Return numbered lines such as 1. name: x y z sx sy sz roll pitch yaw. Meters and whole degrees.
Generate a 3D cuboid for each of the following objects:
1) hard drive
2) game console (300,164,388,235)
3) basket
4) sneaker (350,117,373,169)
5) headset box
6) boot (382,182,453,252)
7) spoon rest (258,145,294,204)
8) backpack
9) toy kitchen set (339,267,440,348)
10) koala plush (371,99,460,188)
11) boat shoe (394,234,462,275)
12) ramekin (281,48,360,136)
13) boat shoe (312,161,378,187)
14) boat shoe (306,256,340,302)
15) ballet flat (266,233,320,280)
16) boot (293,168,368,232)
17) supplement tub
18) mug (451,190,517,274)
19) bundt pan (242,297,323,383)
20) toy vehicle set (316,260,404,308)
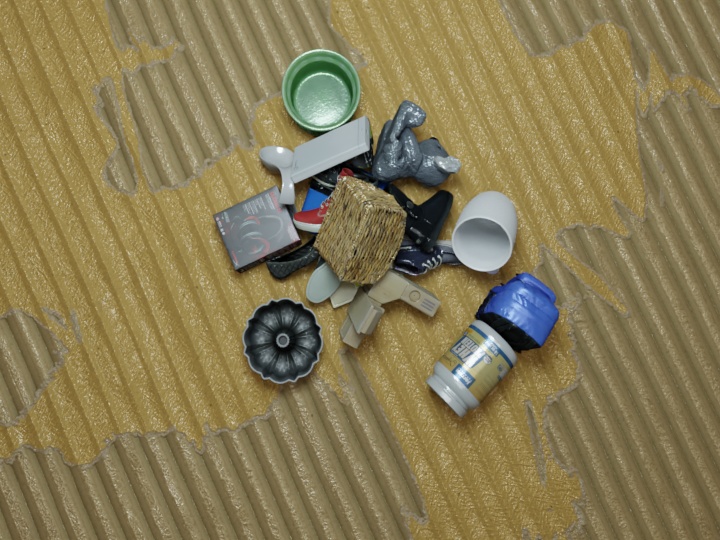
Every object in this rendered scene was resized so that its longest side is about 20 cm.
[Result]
1. hard drive: -0.071 -0.289 1.483 0.196 0.134 0.027 -21 128 18
2. game console: -0.035 -0.165 1.579 0.196 0.120 0.172 25 50 5
3. basket: 0.005 -0.092 1.431 0.140 0.149 0.204 4 120 -36
4. sneaker: -0.012 -0.305 1.540 0.079 0.202 0.075 -13 122 13
5. headset box: -0.245 -0.105 1.552 0.196 0.075 0.152 -24 86 -4
6. boot: 0.131 -0.163 1.523 0.167 0.076 0.203 36 53 -12
7. spoon rest: -0.192 -0.248 1.530 0.097 0.061 0.203 0 45 -22
8. backpack: 0.381 0.093 1.500 0.160 0.200 0.170 31 85 1
9. toy kitchen set: 0.074 0.121 1.500 0.178 0.163 0.203 28 98 -14
10. koala plush: 0.140 -0.272 1.533 0.196 0.177 0.188 23 74 -13
11. boat shoe: 0.172 -0.024 1.547 0.194 0.075 0.094 10 53 2
12. ramekin: -0.097 -0.438 1.570 0.194 0.098 0.206 0 86 -2
13. boat shoe: -0.041 -0.234 1.511 0.197 0.067 0.075 32 52 11
14. boat shoe: -0.069 -0.014 1.532 0.075 0.061 0.202 33 101 -18
15. ballet flat: -0.147 -0.043 1.530 0.198 0.067 0.057 -33 118 18
16. boot: -0.071 -0.170 1.475 0.194 0.073 0.147 -3 122 9
17. supplement tub: 0.266 0.239 1.512 0.145 0.145 0.200 44 85 1
18. mug: 0.316 -0.088 1.532 0.144 0.176 0.204 -2 123 25
19. bundt pan: -0.188 0.170 1.534 0.196 0.076 0.208 0 86 -3
20. toy vehicle set: 0.000 0.000 1.578 0.196 0.027 0.127 -21 87 -3
